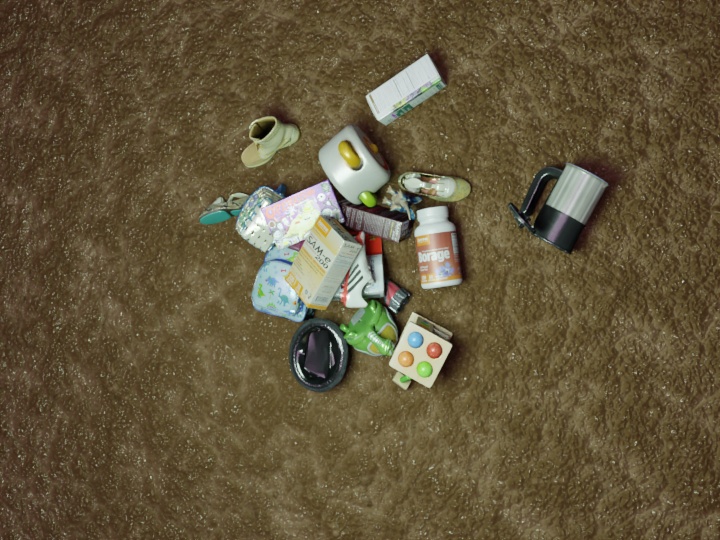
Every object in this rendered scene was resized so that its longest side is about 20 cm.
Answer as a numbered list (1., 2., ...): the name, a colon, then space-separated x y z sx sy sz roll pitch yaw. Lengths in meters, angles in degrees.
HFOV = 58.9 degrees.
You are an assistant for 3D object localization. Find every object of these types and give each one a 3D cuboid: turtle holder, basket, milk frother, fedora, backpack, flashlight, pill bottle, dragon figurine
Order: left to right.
1. basket: -0.264 -0.154 1.788 0.138 0.200 0.178 35 100 -13
2. backpack: -0.204 0.030 1.793 0.179 0.147 0.205 15 91 14
3. fedora: -0.106 0.233 1.791 0.196 0.091 0.206 1 92 20
4. flashlight: 0.042 0.036 1.750 0.198 0.068 0.069 35 146 19
5. turtle holder: 0.041 0.158 1.697 0.131 0.184 0.142 40 64 -18
6. dragon figurine: 0.121 -0.170 1.652 0.098 0.200 0.060 18 100 -27
7. pill bottle: 0.200 -0.060 1.661 0.110 0.112 0.205 -8 89 19
8. milk frother: 0.464 -0.164 1.518 0.178 0.199 0.191 30 101 20

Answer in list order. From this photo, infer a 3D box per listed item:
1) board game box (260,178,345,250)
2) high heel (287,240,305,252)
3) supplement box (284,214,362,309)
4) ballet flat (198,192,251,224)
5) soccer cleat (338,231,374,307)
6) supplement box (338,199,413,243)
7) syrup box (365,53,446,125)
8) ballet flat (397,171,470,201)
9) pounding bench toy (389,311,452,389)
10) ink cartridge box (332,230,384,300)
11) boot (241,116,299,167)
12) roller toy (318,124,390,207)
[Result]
1. board game box: -0.150 -0.146 1.673 0.196 0.032 0.122 -23 100 6
2. high heel: -0.119 -0.125 1.768 0.094 0.068 0.203 17 68 20
3. supplement box: -0.098 -0.020 1.627 0.126 0.073 0.202 44 111 38
4. ballet flat: -0.390 -0.190 1.904 0.195 0.068 0.077 -10 67 14
5. soccer cleat: 0.000 0.000 1.653 0.083 0.069 0.205 12 74 1
6. supplement box: 0.035 -0.136 1.718 0.196 0.109 0.062 18 109 19
7. syrup box: 0.121 -0.477 1.695 0.198 0.079 0.083 -31 82 18
8. ballet flat: 0.191 -0.223 1.685 0.196 0.070 0.072 12 96 19
9. pounding bench toy: 0.142 0.237 1.656 0.122 0.156 0.203 26 101 5
10. ink cartridge box: -0.017 -0.023 1.721 0.156 0.047 0.205 -5 68 6
11. boot: -0.283 -0.364 1.804 0.197 0.155 0.074 -24 84 19
12. roller toy: -0.011 -0.287 1.692 0.139 0.200 0.184 -37 38 16
